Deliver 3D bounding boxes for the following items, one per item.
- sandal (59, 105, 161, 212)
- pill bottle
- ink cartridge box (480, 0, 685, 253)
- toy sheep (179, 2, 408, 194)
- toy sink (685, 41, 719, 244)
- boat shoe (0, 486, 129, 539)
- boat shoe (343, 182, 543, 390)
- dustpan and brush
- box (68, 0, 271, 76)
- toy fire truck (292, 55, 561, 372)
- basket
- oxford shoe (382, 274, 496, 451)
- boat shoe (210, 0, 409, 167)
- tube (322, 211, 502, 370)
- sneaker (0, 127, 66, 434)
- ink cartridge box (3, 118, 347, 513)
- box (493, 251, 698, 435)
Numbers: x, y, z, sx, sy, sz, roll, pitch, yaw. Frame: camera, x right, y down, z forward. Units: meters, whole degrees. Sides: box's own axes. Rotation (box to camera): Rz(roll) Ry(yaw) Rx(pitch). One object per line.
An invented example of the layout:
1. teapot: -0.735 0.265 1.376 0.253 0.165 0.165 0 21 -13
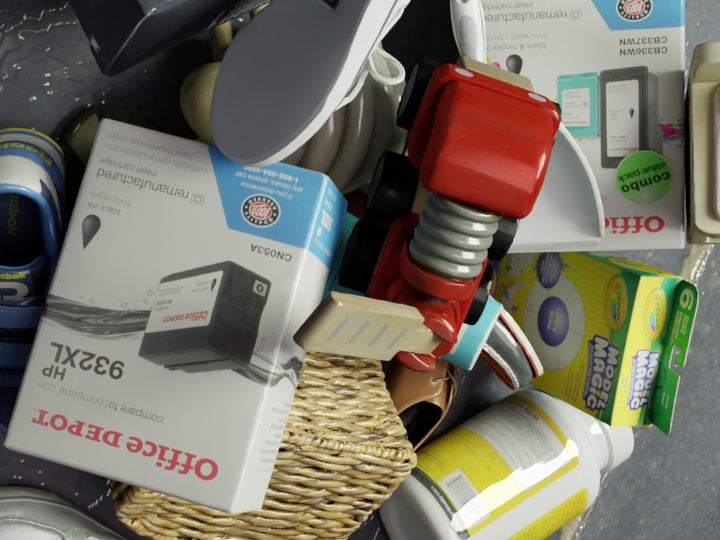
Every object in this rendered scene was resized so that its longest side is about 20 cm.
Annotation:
1. sandal: -0.121 -0.024 0.898 0.201 0.057 0.080 44 80 -18
2. pill bottle: 0.120 0.166 1.088 0.199 0.112 0.112 -28 118 -24
3. ink cartridge box: 0.158 -0.130 0.968 0.146 0.146 0.201 -2 111 12
4. toy sheep: -0.032 -0.112 0.895 0.199 0.138 0.139 -6 108 -37
5. toy sink: 0.282 -0.074 0.888 0.130 0.200 0.113 -1 85 11
6. boat shoe: -0.187 0.207 0.922 0.200 0.071 0.070 32 86 -36
7. boat shoe: 0.048 0.022 0.987 0.200 0.071 0.063 44 77 -5
8. dustpan and brush: 0.082 -0.097 0.883 0.057 0.139 0.201 -56 140 -64
9. box: -0.097 -0.250 0.773 0.200 0.117 0.197 -30 94 -22
10. toy fire truck: 0.039 -0.021 0.785 0.128 0.200 0.177 18 113 -8
11. basket: -0.085 0.105 0.965 0.199 0.149 0.143 14 130 -35
12. oxford shoe: 0.056 0.076 1.045 0.071 0.071 0.201 34 83 -34
13. boat shoe: -0.005 -0.142 0.749 0.202 0.075 0.086 -58 156 19
14. tube: 0.000 0.000 0.935 0.199 0.050 0.078 29 76 7
15. sneaker: -0.215 0.018 0.829 0.074 0.082 0.201 -3 108 -10
16. ink cartridge box: -0.106 0.029 0.800 0.144 0.084 0.201 15 84 8
17. box: 0.170 0.042 1.027 0.048 0.200 0.118 2 103 -34
